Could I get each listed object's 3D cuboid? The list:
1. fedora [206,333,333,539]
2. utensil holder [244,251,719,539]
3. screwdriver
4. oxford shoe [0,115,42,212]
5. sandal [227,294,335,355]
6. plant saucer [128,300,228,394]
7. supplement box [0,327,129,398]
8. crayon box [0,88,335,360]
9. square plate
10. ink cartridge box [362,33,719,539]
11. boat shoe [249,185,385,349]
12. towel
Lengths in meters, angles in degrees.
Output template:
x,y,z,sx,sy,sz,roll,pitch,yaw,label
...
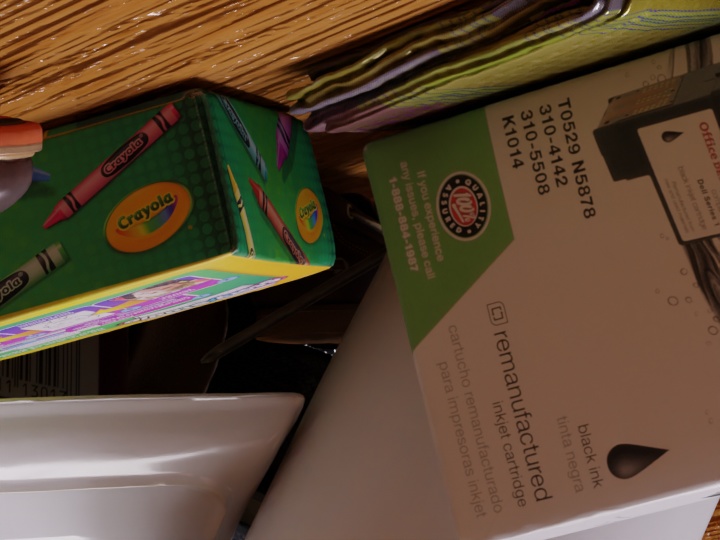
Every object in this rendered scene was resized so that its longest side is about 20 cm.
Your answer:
x,y,z,sx,sy,sz,roll,pitch,yaw,label
-0.017,0.087,1.259,0.200,0.092,0.201,24,179,0,fedora
0.046,0.103,1.074,0.169,0.201,0.170,26,-178,-1,utensil holder
0.012,-0.011,1.134,0.199,0.029,0.028,-27,135,-23,screwdriver
-0.160,0.002,0.842,0.071,0.073,0.200,-8,172,-45,oxford shoe
-0.034,0.011,1.326,0.200,0.048,0.076,-20,135,-18,sandal
-0.142,0.068,1.240,0.200,0.032,0.201,-37,-153,22,plant saucer
-0.197,0.062,1.145,0.110,0.086,0.200,15,156,-38,supplement box
-0.121,-0.005,0.952,0.199,0.059,0.119,-16,174,14,crayon box
-0.136,0.107,1.084,0.197,0.029,0.200,-1,150,-17,square plate
0.119,0.000,0.919,0.199,0.147,0.084,-17,173,20,ink cartridge box
0.000,0.000,1.222,0.070,0.071,0.200,-6,173,11,boat shoe
0.086,-0.078,0.929,0.143,0.023,0.199,-20,172,42,towel
